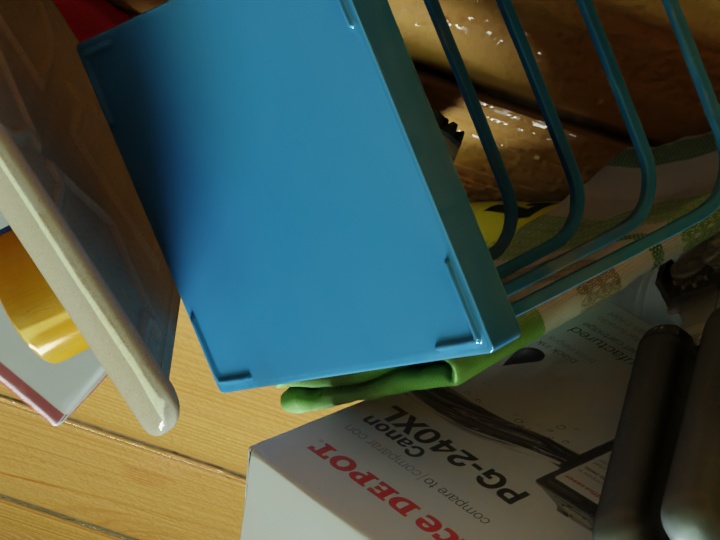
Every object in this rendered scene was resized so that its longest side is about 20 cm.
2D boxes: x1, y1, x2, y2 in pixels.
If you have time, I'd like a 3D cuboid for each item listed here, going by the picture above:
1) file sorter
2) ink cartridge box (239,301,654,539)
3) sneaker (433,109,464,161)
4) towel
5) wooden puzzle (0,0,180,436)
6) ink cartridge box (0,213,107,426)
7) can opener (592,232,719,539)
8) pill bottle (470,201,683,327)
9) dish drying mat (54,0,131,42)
[{"bbox_3d":[0.014,-0.052,0.892,0.200,0.122,0.140,-12,102,62],"label":"file sorter"},{"bbox_3d":[0.071,0.102,0.965,0.199,0.084,0.145,-20,-142,-39],"label":"ink cartridge box"},{"bbox_3d":[-0.032,-0.045,1.129,0.072,0.073,0.199,32,158,-36],"label":"sneaker"},{"bbox_3d":[0.073,-0.006,0.977,0.149,0.199,0.031,-18,99,61],"label":"towel"},{"bbox_3d":[-0.126,-0.049,0.946,0.186,0.046,0.200,59,-171,-23],"label":"wooden puzzle"},{"bbox_3d":[-0.176,-0.033,1.129,0.144,0.084,0.200,42,180,-23],"label":"ink cartridge box"},{"bbox_3d":[0.129,0.044,0.928,0.052,0.200,0.067,-21,113,29],"label":"can opener"},{"bbox_3d":[0.098,0.026,1.143,0.199,0.115,0.114,2,158,45],"label":"pill bottle"},{"bbox_3d":[-0.172,-0.134,1.080,0.076,0.018,0.200,2,157,42],"label":"dish drying mat"}]
